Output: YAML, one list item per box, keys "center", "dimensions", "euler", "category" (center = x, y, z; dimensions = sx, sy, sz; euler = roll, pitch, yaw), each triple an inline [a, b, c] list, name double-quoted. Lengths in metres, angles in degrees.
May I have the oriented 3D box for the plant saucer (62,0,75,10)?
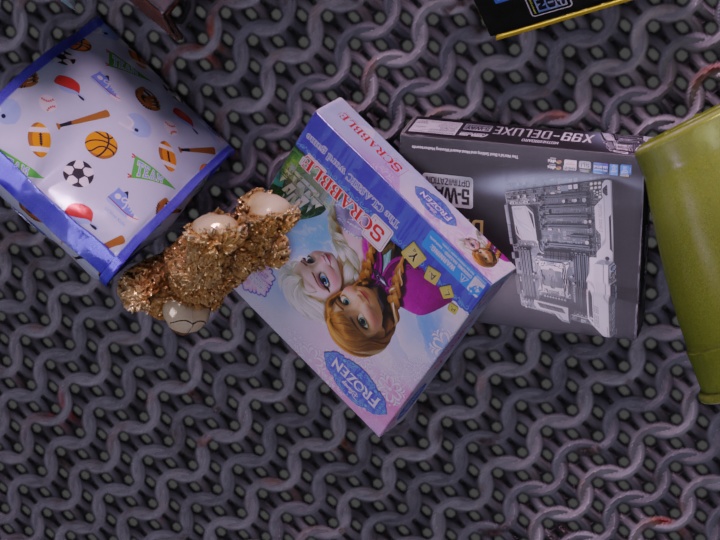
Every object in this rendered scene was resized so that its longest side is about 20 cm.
- center: [-0.282, -0.277, 1.487]
  dimensions: [0.201, 0.201, 0.039]
  euler: [41, 89, -2]
  category: "plant saucer"

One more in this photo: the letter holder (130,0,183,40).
- center: [-0.192, -0.288, 1.553]
  dimensions: [0.200, 0.142, 0.101]
  euler: [40, 87, 2]
  category: "letter holder"

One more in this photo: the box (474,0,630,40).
- center: [0.134, -0.277, 1.431]
  dimensions: [0.158, 0.050, 0.201]
  euler: [-13, 130, 21]
  category: "box"

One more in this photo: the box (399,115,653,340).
- center: [0.131, -0.035, 1.575]
  dimensions: [0.198, 0.050, 0.159]
  euler: [7, 115, 15]
  category: "box"

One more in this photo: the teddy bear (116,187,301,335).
- center: [-0.120, -0.002, 1.564]
  dimensions: [0.199, 0.145, 0.067]
  euler: [-34, 84, 38]
  category: "teddy bear"

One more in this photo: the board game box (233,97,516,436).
- center: [0.000, 0.000, 1.592]
  dimensions: [0.200, 0.041, 0.200]
  euler: [44, 130, 13]
  category: "board game box"

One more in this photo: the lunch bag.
- center: [-0.222, -0.086, 1.582]
  dimensions: [0.170, 0.200, 0.124]
  euler: [41, 118, -4]
  category: "lunch bag"

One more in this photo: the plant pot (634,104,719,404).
- center: [0.301, -0.033, 1.456]
  dimensions: [0.199, 0.200, 0.194]
  euler: [-25, 91, 25]
  category: "plant pot"
